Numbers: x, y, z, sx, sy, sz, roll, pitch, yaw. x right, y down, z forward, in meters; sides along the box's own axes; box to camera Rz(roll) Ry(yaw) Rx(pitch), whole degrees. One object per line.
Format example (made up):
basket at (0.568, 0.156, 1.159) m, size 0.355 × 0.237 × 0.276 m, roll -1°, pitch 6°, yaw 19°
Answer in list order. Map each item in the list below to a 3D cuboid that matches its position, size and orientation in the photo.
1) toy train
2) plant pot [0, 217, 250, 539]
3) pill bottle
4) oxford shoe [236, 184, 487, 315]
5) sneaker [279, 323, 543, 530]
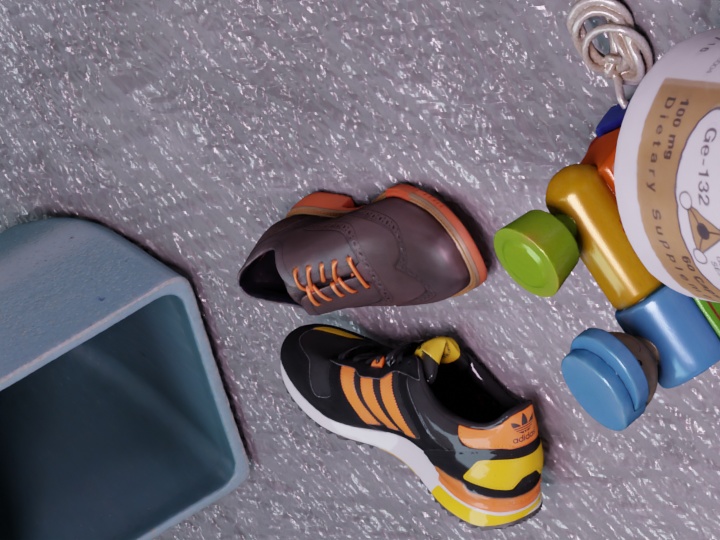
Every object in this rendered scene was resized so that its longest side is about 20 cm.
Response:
toy train at (0.104, -0.035, 1.175) m, size 0.201 × 0.116 × 0.085 m, roll 56°, pitch 155°, yaw -6°
plant pot at (-0.226, 0.077, 1.832) m, size 0.200 × 0.196 × 0.197 m, roll 41°, pitch 154°, yaw 46°
pill bottle at (0.201, -0.033, 1.009) m, size 0.199 × 0.114 × 0.115 m, roll 12°, pitch 133°, yaw 55°
oxford shoe at (0.000, 0.000, 1.456) m, size 0.200 × 0.072 × 0.071 m, roll -2°, pitch 120°, yaw 61°
sneaker at (0.032, 0.064, 1.508) m, size 0.200 × 0.070 × 0.091 m, roll 34°, pitch 134°, yaw 35°
